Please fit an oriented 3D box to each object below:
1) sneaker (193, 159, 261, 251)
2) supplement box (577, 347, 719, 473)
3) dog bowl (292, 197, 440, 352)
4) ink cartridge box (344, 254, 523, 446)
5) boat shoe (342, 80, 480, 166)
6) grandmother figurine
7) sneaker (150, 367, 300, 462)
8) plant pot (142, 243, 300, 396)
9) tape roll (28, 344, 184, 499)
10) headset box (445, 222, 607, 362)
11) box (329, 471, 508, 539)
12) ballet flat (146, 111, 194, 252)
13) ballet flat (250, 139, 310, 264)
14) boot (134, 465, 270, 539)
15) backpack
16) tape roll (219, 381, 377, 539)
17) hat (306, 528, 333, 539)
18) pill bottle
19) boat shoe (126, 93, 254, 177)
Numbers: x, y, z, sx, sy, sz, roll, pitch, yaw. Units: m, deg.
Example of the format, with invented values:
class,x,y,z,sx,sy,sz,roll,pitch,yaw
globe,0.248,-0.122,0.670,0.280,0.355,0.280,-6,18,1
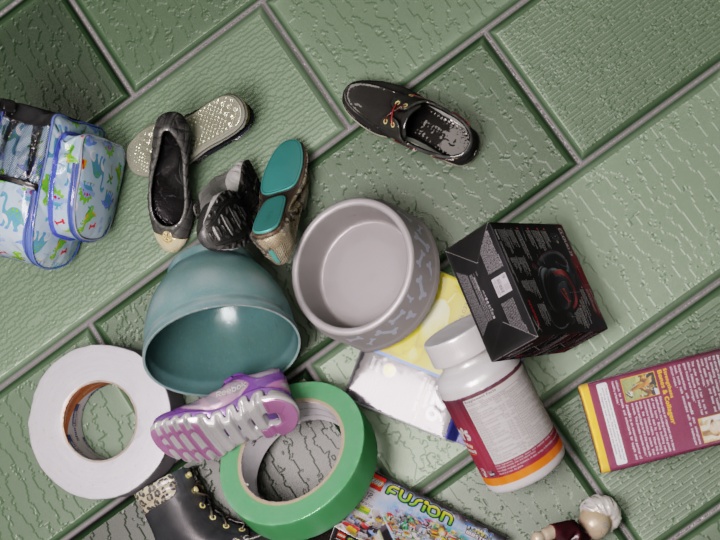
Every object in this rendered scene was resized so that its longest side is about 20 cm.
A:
class,x,y,z,sx,sy,sz,roll,pitch,yaw
sneaker,-0.179,-0.073,1.605,0.079,0.201,0.075,-21,111,16
supplement box,0.374,0.169,1.520,0.198,0.086,0.112,-15,80,8
dog bowl,0.000,0.000,1.589,0.198,0.059,0.203,-7,74,26
ink cartridge box,0.103,0.107,1.596,0.198,0.047,0.200,20,86,14
boat shoe,0.063,-0.200,1.633,0.200,0.063,0.074,27,90,13
grandmother figurine,0.243,0.351,1.513,0.200,0.122,0.060,-42,51,-17
sneaker,-0.169,0.176,1.576,0.198,0.081,0.089,-17,39,12
plant pot,-0.183,0.051,1.592,0.198,0.201,0.135,-18,53,7
tape roll,-0.334,0.199,1.648,0.198,0.066,0.203,-1,83,9
headset box,0.209,0.024,1.516,0.075,0.199,0.150,-32,72,34
box,0.073,0.333,1.539,0.198,0.110,0.035,25,131,8
ballet flat,-0.255,-0.112,1.640,0.066,0.057,0.202,8,119,9
ballet flat,-0.099,-0.083,1.628,0.067,0.076,0.201,-11,41,19
boot,-0.183,0.316,1.606,0.202,0.073,0.155,-27,76,4
backpack,-0.405,-0.103,1.639,0.145,0.183,0.202,15,91,12
tape roll,-0.078,0.236,1.557,0.198,0.048,0.202,-15,48,18
hat,0.004,0.378,1.555,0.198,0.081,0.202,9,43,-9
pill bottle,0.160,0.159,1.520,0.109,0.110,0.202,-27,97,5
boat shoe,-0.228,-0.178,1.680,0.198,0.062,0.075,-24,84,22
